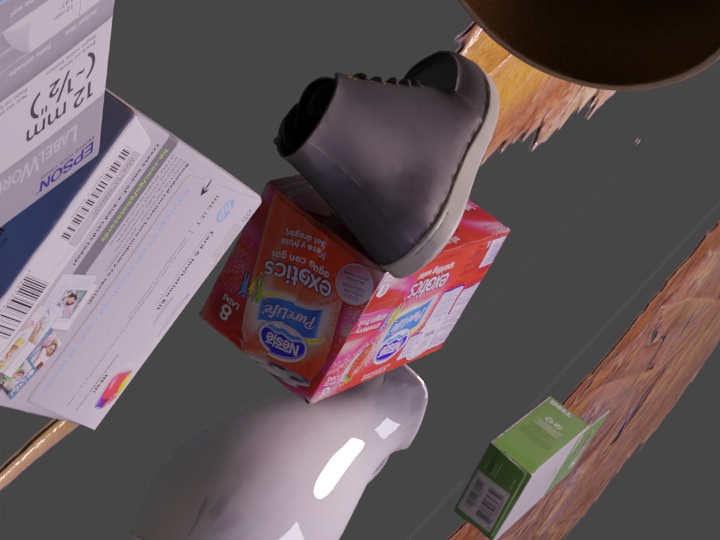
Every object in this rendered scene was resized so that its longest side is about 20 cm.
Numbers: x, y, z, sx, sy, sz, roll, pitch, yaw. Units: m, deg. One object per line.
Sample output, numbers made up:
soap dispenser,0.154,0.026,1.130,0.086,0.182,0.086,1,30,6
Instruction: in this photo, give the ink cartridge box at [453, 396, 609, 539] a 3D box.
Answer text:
ink cartridge box,0.189,0.207,2.240,0.200,0.059,0.104,-30,152,-53

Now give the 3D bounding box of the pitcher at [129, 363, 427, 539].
pitcher,-0.051,0.150,1.358,0.200,0.121,0.172,-41,155,-21

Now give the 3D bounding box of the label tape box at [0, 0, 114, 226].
label tape box,-0.166,-0.048,0.785,0.143,0.066,0.201,-42,158,-34

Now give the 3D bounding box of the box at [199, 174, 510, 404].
box,0.000,0.000,1.266,0.100,0.095,0.200,-60,162,21

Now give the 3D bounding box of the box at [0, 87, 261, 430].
box,-0.134,-0.002,1.001,0.156,0.041,0.200,-54,162,1

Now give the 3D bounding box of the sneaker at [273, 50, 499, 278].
sneaker,0.018,-0.094,1.184,0.075,0.106,0.201,-36,-158,28

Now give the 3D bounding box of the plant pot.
plant pot,0.158,-0.235,1.141,0.187,0.185,0.201,107,10,-48
